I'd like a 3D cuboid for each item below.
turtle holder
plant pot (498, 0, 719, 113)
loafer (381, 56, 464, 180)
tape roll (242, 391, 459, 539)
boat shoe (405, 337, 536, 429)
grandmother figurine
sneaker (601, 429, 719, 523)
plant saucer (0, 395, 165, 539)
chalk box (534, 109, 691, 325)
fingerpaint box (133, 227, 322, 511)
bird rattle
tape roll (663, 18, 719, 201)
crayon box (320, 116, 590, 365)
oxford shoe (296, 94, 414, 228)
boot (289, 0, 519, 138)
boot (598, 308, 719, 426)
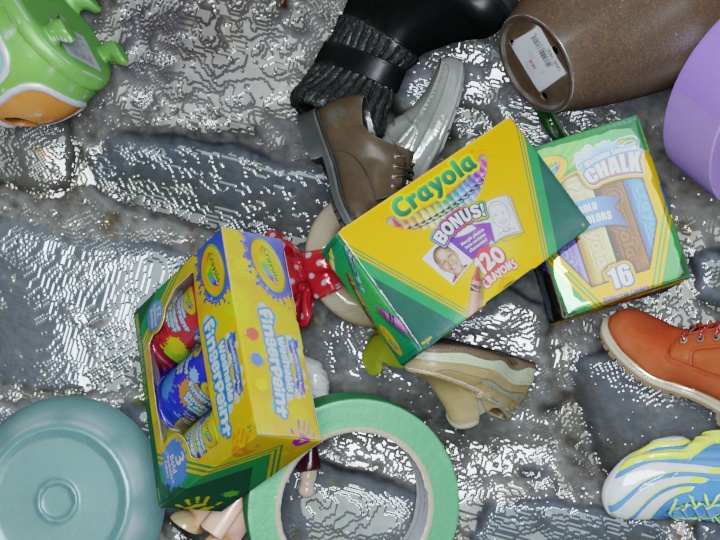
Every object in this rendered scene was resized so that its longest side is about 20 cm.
[{"bbox_3d":[-0.332,-0.225,1.265,0.132,0.141,0.186,-40,92,16],"label":"turtle holder"},{"bbox_3d":[0.226,-0.228,1.173,0.199,0.187,0.188,-32,82,-25],"label":"plant pot"},{"bbox_3d":[0.042,-0.119,1.265,0.069,0.070,0.201,24,86,-3],"label":"loafer"},{"bbox_3d":[-0.009,0.216,1.215,0.198,0.048,0.202,-1,93,-10],"label":"tape roll"},{"bbox_3d":[0.098,0.106,1.178,0.071,0.199,0.077,16,89,38],"label":"boat shoe"},{"bbox_3d":[-0.091,0.173,1.248,0.121,0.061,0.201,32,89,-3],"label":"grandmother figurine"},{"bbox_3d":[0.323,0.196,1.189,0.198,0.105,0.076,-19,112,0],"label":"sneaker"},{"bbox_3d":[-0.289,0.222,1.264,0.198,0.036,0.202,0,84,4],"label":"plant saucer"},{"bbox_3d":[0.211,-0.064,1.221,0.123,0.125,0.202,-16,84,2],"label":"chalk box"},{"bbox_3d":[-0.126,0.091,1.174,0.167,0.073,0.201,-38,53,40],"label":"fingerpaint box"},{"bbox_3d":[0.000,0.000,1.230,0.199,0.112,0.164,31,107,18],"label":"bird rattle"},{"bbox_3d":[0.371,-0.157,1.182,0.200,0.200,0.066,-41,52,-2],"label":"tape roll"},{"bbox_3d":[0.081,-0.026,1.100,0.199,0.058,0.119,-35,85,-23],"label":"crayon box"},{"bbox_3d":[0.015,-0.071,1.153,0.084,0.073,0.201,-26,72,9],"label":"oxford shoe"},{"bbox_3d":[0.040,-0.200,1.224,0.210,0.079,0.159,7,65,46],"label":"boot"},{"bbox_3d":[0.318,0.069,1.195,0.199,0.075,0.108,27,127,21],"label":"boot"}]
